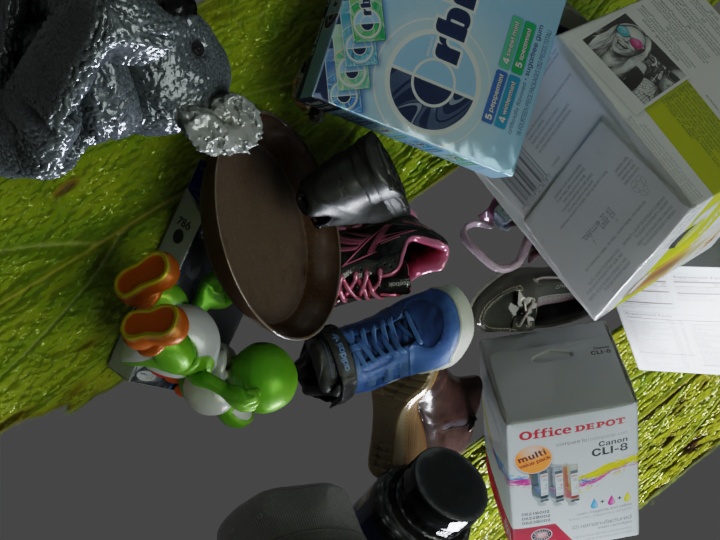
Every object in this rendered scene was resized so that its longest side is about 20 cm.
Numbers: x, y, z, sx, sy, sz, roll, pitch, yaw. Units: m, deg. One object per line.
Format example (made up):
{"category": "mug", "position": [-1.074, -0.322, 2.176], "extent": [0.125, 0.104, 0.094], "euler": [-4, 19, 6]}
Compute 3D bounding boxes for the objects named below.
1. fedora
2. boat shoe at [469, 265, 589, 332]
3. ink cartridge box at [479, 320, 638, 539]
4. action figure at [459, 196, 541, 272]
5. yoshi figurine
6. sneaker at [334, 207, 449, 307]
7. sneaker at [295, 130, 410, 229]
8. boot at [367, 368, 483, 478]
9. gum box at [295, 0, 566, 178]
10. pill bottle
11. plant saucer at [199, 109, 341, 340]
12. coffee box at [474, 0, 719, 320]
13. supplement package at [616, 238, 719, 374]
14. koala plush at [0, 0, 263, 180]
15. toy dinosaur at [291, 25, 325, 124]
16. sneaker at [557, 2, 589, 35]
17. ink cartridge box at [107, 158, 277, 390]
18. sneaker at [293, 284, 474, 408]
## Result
{"category": "fedora", "position": [-0.064, 0.264, 1.624], "extent": [0.200, 0.090, 0.177], "euler": [-33, 144, 31]}
{"category": "boat shoe", "position": [0.200, 0.030, 1.825], "extent": [0.200, 0.057, 0.067], "euler": [-14, 122, -41]}
{"category": "ink cartridge box", "position": [0.215, 0.180, 1.825], "extent": [0.145, 0.145, 0.200], "euler": [-10, 126, -3]}
{"category": "action figure", "position": [0.219, -0.064, 1.754], "extent": [0.149, 0.134, 0.200], "euler": [-42, 178, 31]}
{"category": "yoshi figurine", "position": [-0.119, 0.066, 1.420], "extent": [0.112, 0.112, 0.200], "euler": [-55, 143, -15]}
{"category": "sneaker", "position": [0.000, 0.000, 1.570], "extent": [0.200, 0.095, 0.079], "euler": [-27, 132, -31]}
{"category": "sneaker", "position": [-0.010, -0.073, 1.483], "extent": [0.091, 0.076, 0.200], "euler": [-25, 171, 4]}
{"category": "boot", "position": [0.077, 0.119, 1.761], "extent": [0.166, 0.072, 0.200], "euler": [-11, 119, -56]}
{"category": "gum box", "position": [0.063, -0.192, 1.451], "extent": [0.200, 0.045, 0.170], "euler": [20, 84, -21]}
{"category": "pill bottle", "position": [0.041, 0.266, 1.696], "extent": [0.112, 0.112, 0.200], "euler": [-10, 149, -43]}
{"category": "plant saucer", "position": [-0.080, -0.036, 1.445], "extent": [0.200, 0.034, 0.200], "euler": [33, 51, -52]}
{"category": "coffee box", "position": [0.264, -0.115, 1.585], "extent": [0.198, 0.200, 0.200], "euler": [-27, 163, -36]}
{"category": "supplement package", "position": [0.376, -0.001, 1.882], "extent": [0.200, 0.151, 0.152], "euler": [62, 39, -46]}
{"category": "koala plush", "position": [-0.179, -0.149, 1.248], "extent": [0.200, 0.177, 0.184], "euler": [1, 123, -47]}
{"category": "toy dinosaur", "position": [0.032, -0.192, 1.495], "extent": [0.200, 0.102, 0.136], "euler": [-33, 119, 0]}
{"category": "sneaker", "position": [0.162, -0.197, 1.646], "extent": [0.147, 0.081, 0.200], "euler": [-54, 150, 13]}
{"category": "ink cartridge box", "position": [-0.138, 0.009, 1.474], "extent": [0.099, 0.039, 0.200], "euler": [15, 100, -49]}
{"category": "sneaker", "position": [0.013, 0.074, 1.577], "extent": [0.111, 0.200, 0.077], "euler": [-13, 81, -37]}
